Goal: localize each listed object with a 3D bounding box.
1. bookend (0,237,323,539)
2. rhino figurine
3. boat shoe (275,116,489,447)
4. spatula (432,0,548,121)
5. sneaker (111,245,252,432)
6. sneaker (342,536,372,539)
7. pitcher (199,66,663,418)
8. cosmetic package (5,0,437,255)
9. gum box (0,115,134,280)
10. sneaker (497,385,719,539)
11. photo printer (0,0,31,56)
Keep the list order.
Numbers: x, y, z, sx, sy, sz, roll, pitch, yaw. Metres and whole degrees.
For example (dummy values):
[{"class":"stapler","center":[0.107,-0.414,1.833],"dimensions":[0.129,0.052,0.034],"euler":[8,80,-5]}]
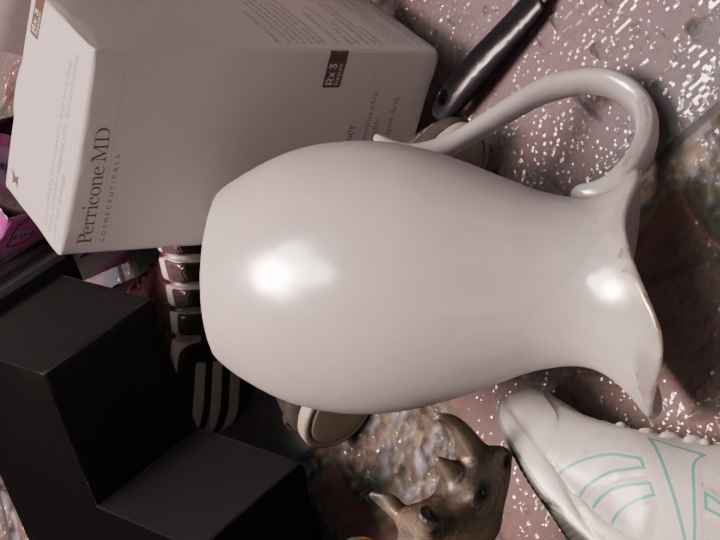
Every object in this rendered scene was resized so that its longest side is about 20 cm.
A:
[{"class":"bookend","center":[-0.107,0.099,0.795],"dimensions":[0.198,0.092,0.201],"euler":[11,127,44]},{"class":"rhino figurine","center":[0.048,0.159,0.664],"dimensions":[0.060,0.087,0.202],"euler":[18,118,63]},{"class":"boat shoe","center":[0.000,0.000,0.791],"dimensions":[0.057,0.067,0.201],"euler":[42,118,36]},{"class":"spatula","center":[0.094,-0.149,0.742],"dimensions":[0.200,0.020,0.057],"euler":[-54,37,30]},{"class":"sneaker","center":[-0.116,-0.008,0.911],"dimensions":[0.115,0.075,0.202],"euler":[8,91,50]},{"class":"sneaker","center":[-0.012,0.220,0.724],"dimensions":[0.078,0.077,0.201],"euler":[16,115,14]},{"class":"pitcher","center":[0.037,-0.018,0.684],"dimensions":[0.198,0.122,0.173],"euler":[1,59,11]},{"class":"cosmetic package","center":[-0.070,-0.078,0.765],"dimensions":[0.081,0.199,0.114],"euler":[42,129,42]},{"class":"gum box","center":[-0.188,-0.041,0.908],"dimensions":[0.066,0.200,0.114],"euler":[49,123,9]},{"class":"sneaker","center":[0.130,0.103,0.647],"dimensions":[0.080,0.071,0.200],"euler":[-39,37,-4]},{"class":"photo printer","center":[-0.143,-0.195,0.873],"dimensions":[0.070,0.199,0.167],"euler":[49,118,39]}]
